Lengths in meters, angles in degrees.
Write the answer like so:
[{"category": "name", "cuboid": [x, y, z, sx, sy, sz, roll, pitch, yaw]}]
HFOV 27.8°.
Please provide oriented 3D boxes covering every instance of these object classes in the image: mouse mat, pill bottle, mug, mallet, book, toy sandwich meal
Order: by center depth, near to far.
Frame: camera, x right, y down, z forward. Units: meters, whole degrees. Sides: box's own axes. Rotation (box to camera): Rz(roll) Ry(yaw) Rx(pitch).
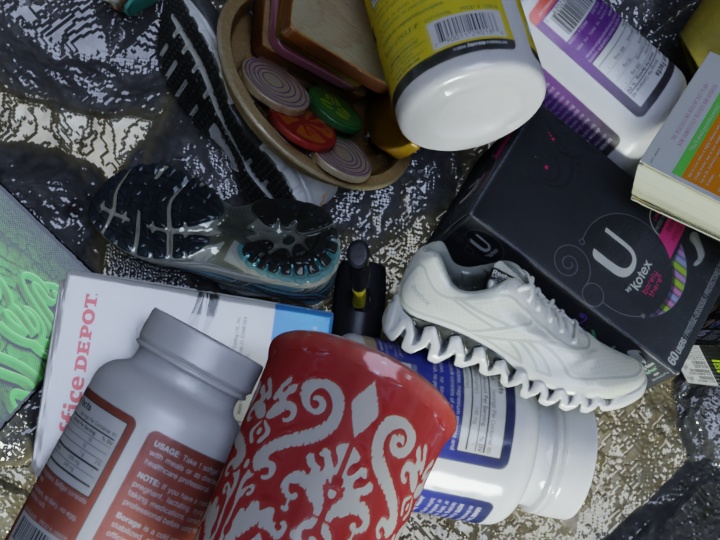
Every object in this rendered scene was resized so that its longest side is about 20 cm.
[{"category": "mug", "cuboid": [-0.033, 0.168, 0.920, 0.132, 0.178, 0.201, 17, 63, 16]}, {"category": "pill bottle", "cuboid": [-0.147, 0.132, 0.956, 0.111, 0.112, 0.201, 29, 86, -8]}, {"category": "mallet", "cuboid": [0.000, 0.000, 1.050, 0.041, 0.200, 0.067, 5, 71, 1]}, {"category": "book", "cuboid": [0.316, -0.070, 1.055, 0.199, 0.048, 0.134, 28, 64, 17]}, {"category": "pill bottle", "cuboid": [0.059, -0.199, 1.063, 0.110, 0.112, 0.202, -7, 65, -14]}, {"category": "mouse mat", "cuboid": [-0.302, 0.011, 1.075, 0.200, 0.008, 0.161, 44, 76, -6]}, {"category": "pill bottle", "cuboid": [0.069, 0.124, 1.088, 0.198, 0.120, 0.121, 13, 80, -11]}, {"category": "toy sandwich meal", "cuboid": [-0.020, -0.155, 1.089, 0.204, 0.070, 0.207, 26, 44, -28]}, {"category": "pill bottle", "cuboid": [0.186, -0.143, 1.152, 0.200, 0.111, 0.112, 41, 76, -6]}]

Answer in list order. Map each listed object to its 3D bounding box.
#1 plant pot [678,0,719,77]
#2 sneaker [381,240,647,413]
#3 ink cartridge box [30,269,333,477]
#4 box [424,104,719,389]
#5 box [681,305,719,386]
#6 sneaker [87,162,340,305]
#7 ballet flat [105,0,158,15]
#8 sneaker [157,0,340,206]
[{"category": "plant pot", "cuboid": [0.342, -0.174, 1.168, 0.141, 0.200, 0.202, -26, 90, 10]}, {"category": "sneaker", "cuboid": [0.117, 0.042, 1.051, 0.198, 0.075, 0.082, 19, 109, 1]}, {"category": "ink cartridge box", "cuboid": [-0.131, 0.088, 1.062, 0.198, 0.084, 0.148, 10, 85, -11]}, {"category": "box", "cuboid": [0.166, -0.009, 1.122, 0.199, 0.106, 0.123, 36, 62, -6]}, {"category": "box", "cuboid": [0.364, 0.025, 1.127, 0.192, 0.200, 0.048, -30, 97, -16]}, {"category": "sneaker", "cuboid": [-0.110, -0.014, 1.087, 0.198, 0.087, 0.078, 16, 62, 13]}, {"category": "ballet flat", "cuboid": [-0.118, -0.267, 1.118, 0.199, 0.076, 0.064, -30, 83, -17]}, {"category": "sneaker", "cuboid": [-0.083, -0.129, 1.119, 0.080, 0.074, 0.201, -33, 92, -35]}]
